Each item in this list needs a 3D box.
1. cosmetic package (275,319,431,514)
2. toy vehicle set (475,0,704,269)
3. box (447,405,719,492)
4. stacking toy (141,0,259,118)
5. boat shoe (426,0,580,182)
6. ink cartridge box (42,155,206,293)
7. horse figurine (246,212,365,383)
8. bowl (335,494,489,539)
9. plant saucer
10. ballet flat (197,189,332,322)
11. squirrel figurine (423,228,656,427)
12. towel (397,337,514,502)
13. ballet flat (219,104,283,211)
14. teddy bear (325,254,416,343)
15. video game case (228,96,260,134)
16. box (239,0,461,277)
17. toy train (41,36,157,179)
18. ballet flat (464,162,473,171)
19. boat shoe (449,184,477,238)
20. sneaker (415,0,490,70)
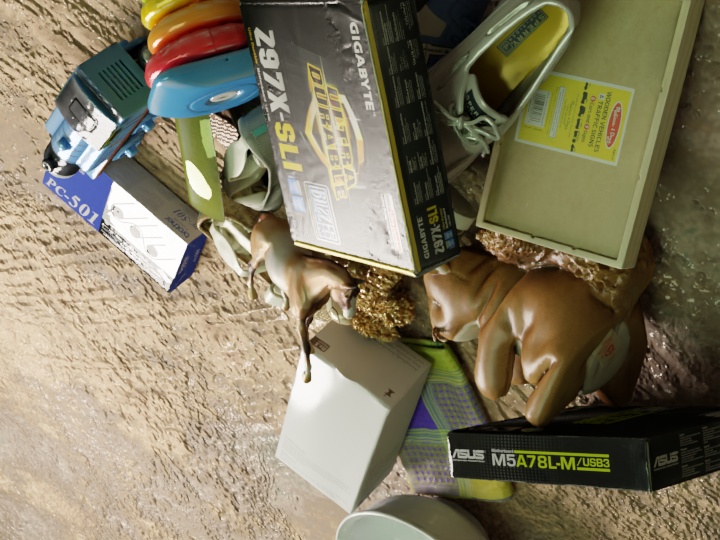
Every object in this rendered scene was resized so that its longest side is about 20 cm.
[{"bbox_3d":[-0.011,0.146,1.284,0.113,0.081,0.200,36,139,15],"label":"cosmetic package"},{"bbox_3d":[0.165,-0.113,0.919,0.124,0.027,0.200,20,104,31],"label":"toy vehicle set"},{"bbox_3d":[0.207,0.142,1.030,0.193,0.200,0.048,-8,86,45],"label":"box"},{"bbox_3d":[-0.142,-0.232,1.010,0.110,0.116,0.200,148,103,-74],"label":"stacking toy"},{"bbox_3d":[0.084,-0.119,0.894,0.075,0.086,0.202,40,114,-13],"label":"boat shoe"},{"bbox_3d":[-0.263,-0.074,1.393,0.200,0.044,0.094,40,138,10],"label":"ink cartridge box"},{"bbox_3d":[-0.064,0.006,1.163,0.200,0.050,0.133,-125,32,-43],"label":"horse figurine"},{"bbox_3d":[0.079,0.313,1.361,0.201,0.090,0.201,23,135,25],"label":"bowl"},{"bbox_3d":[-0.157,-0.140,1.155,0.200,0.031,0.200,170,90,-82],"label":"plant saucer"},{"bbox_3d":[-0.091,-0.001,1.280,0.200,0.065,0.071,41,142,9],"label":"ballet flat"},{"bbox_3d":[0.141,0.009,1.052,0.187,0.141,0.200,33,121,37],"label":"squirrel figurine"},{"bbox_3d":[0.073,0.157,1.295,0.144,0.023,0.200,0,121,43],"label":"towel"},{"bbox_3d":[-0.099,-0.095,1.130,0.067,0.064,0.200,55,160,8],"label":"ballet flat"},{"bbox_3d":[0.000,0.000,1.153,0.145,0.067,0.200,48,160,2],"label":"teddy bear"},{"bbox_3d":[-0.095,-0.184,1.120,0.182,0.023,0.200,23,139,58],"label":"video game case"},{"bbox_3d":[-0.010,-0.106,0.914,0.160,0.049,0.200,18,125,53],"label":"box"},{"bbox_3d":[-0.261,-0.159,1.267,0.087,0.114,0.200,51,140,-3],"label":"toy train"},{"bbox_3d":[0.025,-0.159,1.048,0.200,0.068,0.072,41,124,23],"label":"ballet flat"},{"bbox_3d":[0.024,-0.075,1.056,0.060,0.072,0.202,-59,39,18],"label":"boat shoe"},{"bbox_3d":[0.053,-0.161,0.975,0.077,0.076,0.200,45,113,17],"label":"sneaker"}]
